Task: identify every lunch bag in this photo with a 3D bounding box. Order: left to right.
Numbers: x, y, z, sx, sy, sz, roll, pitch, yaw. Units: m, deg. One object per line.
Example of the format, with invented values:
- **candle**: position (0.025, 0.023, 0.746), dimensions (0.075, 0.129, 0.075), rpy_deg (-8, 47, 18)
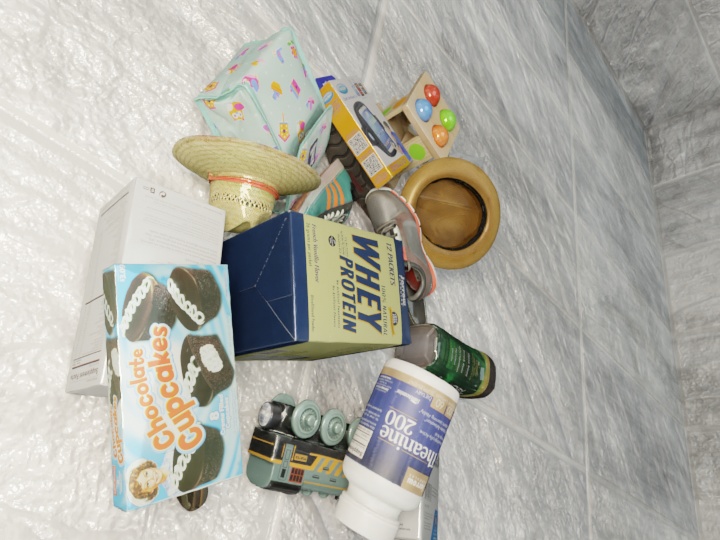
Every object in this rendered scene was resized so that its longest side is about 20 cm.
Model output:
- **lunch bag**: position (-0.120, -0.209, 0.764), dimensions (0.203, 0.118, 0.173), rpy_deg (62, 36, -35)

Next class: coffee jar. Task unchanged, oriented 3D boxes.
- **coffee jar**: position (0.158, 0.168, 0.946), dimensions (0.197, 0.102, 0.088), rpy_deg (29, 61, -37)

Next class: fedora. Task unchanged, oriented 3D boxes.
- **fedora**: position (0.153, -0.102, 0.945), dimensions (0.193, 0.082, 0.209), rpy_deg (-2, 98, -12)

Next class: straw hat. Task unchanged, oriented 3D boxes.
- **straw hat**: position (-0.146, -0.084, 0.646), dimensions (0.197, 0.197, 0.088), rpy_deg (18, 78, -42)

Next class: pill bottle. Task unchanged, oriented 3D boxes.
- **pill bottle**: position (0.043, 0.228, 0.671), dimensions (0.110, 0.109, 0.205), rpy_deg (35, 73, -33)

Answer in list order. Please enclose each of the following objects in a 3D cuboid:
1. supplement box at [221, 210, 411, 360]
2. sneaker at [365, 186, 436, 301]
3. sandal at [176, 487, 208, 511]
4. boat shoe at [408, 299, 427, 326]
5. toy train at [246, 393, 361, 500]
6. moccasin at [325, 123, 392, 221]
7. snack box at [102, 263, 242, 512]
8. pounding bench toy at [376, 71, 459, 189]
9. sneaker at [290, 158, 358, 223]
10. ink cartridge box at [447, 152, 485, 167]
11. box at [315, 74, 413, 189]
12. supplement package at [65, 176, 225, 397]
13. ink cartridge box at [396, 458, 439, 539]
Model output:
- **supplement box**: position (-0.072, 0.036, 0.664), dimensions (0.196, 0.196, 0.140), rpy_deg (10, 71, -47)
- **sneaker**: position (0.064, -0.042, 0.864), dimensions (0.204, 0.076, 0.082), rpy_deg (60, 29, -3)
- **sandal**: position (-0.169, 0.159, 0.588), dimensions (0.053, 0.080, 0.209), rpy_deg (5, 87, -40)
- **boat shoe**: position (0.086, 0.007, 0.950), dimensions (0.070, 0.065, 0.208), rpy_deg (-6, 79, -44)
- **toy train**: position (-0.063, 0.239, 0.702), dimensions (0.198, 0.083, 0.118), rpy_deg (31, 68, -40)
- **moccasin**: position (0.003, -0.179, 0.923), dimensions (0.202, 0.072, 0.079), rpy_deg (50, 32, -19)
- **snack box**: position (-0.173, 0.099, 0.491), dimensions (0.114, 0.036, 0.208), rpy_deg (0, 81, -46)
- **pounding bench toy**: position (0.116, -0.236, 1.001), dimensions (0.201, 0.153, 0.126), rpy_deg (50, 46, -23)
- **sneaker**: position (-0.052, -0.099, 0.817), dimensions (0.080, 0.071, 0.202), rpy_deg (47, 39, -14)
- **ink cartridge box**: position (0.193, -0.158, 1.083), dimensions (0.200, 0.055, 0.167), rpy_deg (-41, 151, -64)
- **box**: position (0.004, -0.242, 0.869), dimensions (0.203, 0.041, 0.119), rpy_deg (57, 31, -7)
- **supplement package**: position (-0.226, 0.029, 0.564), dimensions (0.107, 0.112, 0.208), rpy_deg (18, 66, -41)
- **ink cartridge box**: position (0.070, 0.287, 0.785), dimensions (0.145, 0.081, 0.207), rpy_deg (58, 34, -58)
